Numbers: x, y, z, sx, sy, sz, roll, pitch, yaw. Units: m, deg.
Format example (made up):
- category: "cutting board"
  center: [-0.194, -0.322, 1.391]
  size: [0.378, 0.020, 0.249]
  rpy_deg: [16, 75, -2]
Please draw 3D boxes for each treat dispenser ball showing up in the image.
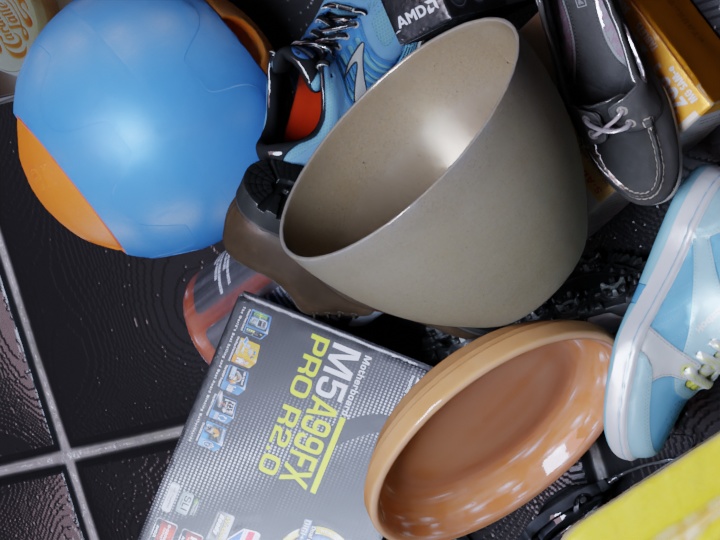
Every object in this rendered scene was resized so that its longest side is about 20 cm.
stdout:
- category: "treat dispenser ball"
  center: [-0.149, -0.110, 1.620]
  size: [0.201, 0.201, 0.201]
  rpy_deg: [10, 109, 32]

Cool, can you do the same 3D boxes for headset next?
- category: "headset"
  center: [0.170, 0.187, 1.548]
  size: [0.123, 0.094, 0.200]
  rpy_deg: [28, 101, 26]

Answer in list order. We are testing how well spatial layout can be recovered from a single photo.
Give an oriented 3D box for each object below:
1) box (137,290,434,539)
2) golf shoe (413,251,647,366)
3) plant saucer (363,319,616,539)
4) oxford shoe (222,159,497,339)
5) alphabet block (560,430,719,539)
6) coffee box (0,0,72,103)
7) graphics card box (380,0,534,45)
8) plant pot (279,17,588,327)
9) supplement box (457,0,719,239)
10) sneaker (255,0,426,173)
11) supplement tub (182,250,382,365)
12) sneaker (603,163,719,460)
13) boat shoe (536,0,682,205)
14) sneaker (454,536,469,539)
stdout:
- category: "box"
  center: [-0.045, 0.135, 1.549]
  size: [0.160, 0.044, 0.200]
  rpy_deg: [22, 87, 13]
- category: "golf shoe"
  center: [0.136, 0.053, 1.560]
  size: [0.200, 0.078, 0.095]
  rpy_deg: [-22, 111, 36]
- category: "plant saucer"
  center: [0.084, 0.100, 1.474]
  size: [0.037, 0.200, 0.200]
  rpy_deg: [53, 127, 32]
- category: "oxford shoe"
  center: [0.000, 0.000, 1.528]
  size: [0.200, 0.073, 0.084]
  rpy_deg: [26, 129, -4]
- category: "alphabet block"
  center: [0.250, 0.193, 1.386]
  size: [0.196, 0.200, 0.196]
  rpy_deg: [-35, 81, 1]
- category: "coffee box"
  center: [-0.296, -0.179, 1.704]
  size: [0.080, 0.200, 0.115]
  rpy_deg: [-11, 97, 37]
- category: "graphics card box"
  center: [0.036, -0.255, 1.499]
  size: [0.051, 0.125, 0.200]
  rpy_deg: [-23, 89, 35]
- category: "plant pot"
  center: [0.066, -0.042, 1.426]
  size: [0.200, 0.201, 0.134]
  rpy_deg: [-28, 119, 37]
- category: "supplement box"
  center: [0.145, -0.104, 1.497]
  size: [0.200, 0.073, 0.126]
  rpy_deg: [-44, 76, 35]
- category: "sneaker"
  center: [-0.017, -0.142, 1.553]
  size: [0.078, 0.090, 0.200]
  rpy_deg: [5, 69, 33]
- category: "supplement tub"
  center: [-0.029, 0.000, 1.625]
  size: [0.200, 0.107, 0.107]
  rpy_deg: [-35, 82, 34]
- category: "sneaker"
  center: [0.240, 0.041, 1.441]
  size: [0.130, 0.080, 0.200]
  rpy_deg: [20, 92, 26]
- category: "boat shoe"
  center: [0.144, -0.133, 1.409]
  size: [0.067, 0.057, 0.200]
  rpy_deg: [-16, 92, 35]
- category: "sneaker"
  center: [0.011, 0.202, 1.690]
  size: [0.200, 0.077, 0.080]
  rpy_deg: [37, 140, 27]
